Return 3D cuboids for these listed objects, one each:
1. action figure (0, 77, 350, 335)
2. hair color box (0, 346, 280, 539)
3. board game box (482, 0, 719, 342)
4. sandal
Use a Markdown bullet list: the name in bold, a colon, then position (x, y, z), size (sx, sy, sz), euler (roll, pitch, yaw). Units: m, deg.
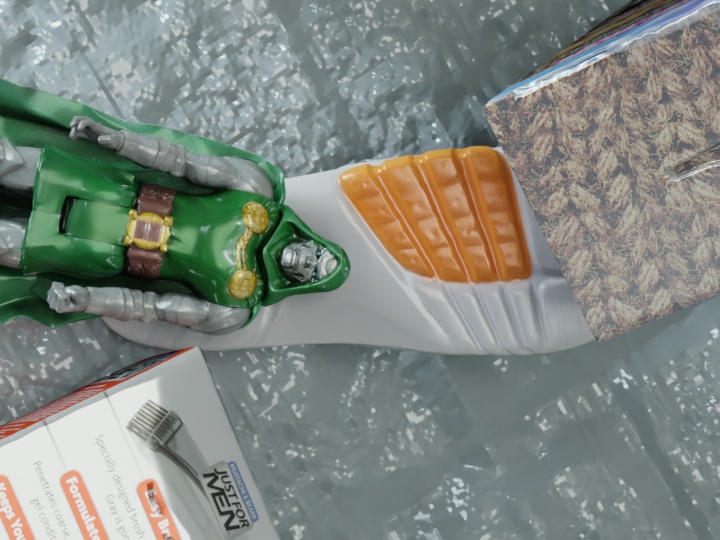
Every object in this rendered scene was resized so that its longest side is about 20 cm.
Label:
- **action figure**: position (-0.101, -0.019, 1.016), size (0.199, 0.055, 0.119), euler (10, 93, -9)
- **hair color box**: position (-0.130, 0.118, 1.005), size (0.199, 0.064, 0.111), euler (-25, 95, -20)
- **board game box**: position (0.164, -0.072, 1.041), size (0.097, 0.159, 0.200), euler (63, 29, -6)
- **sandal**: position (-0.001, -0.008, 1.074), size (0.206, 0.059, 0.080), euler (-1, 95, -1)
